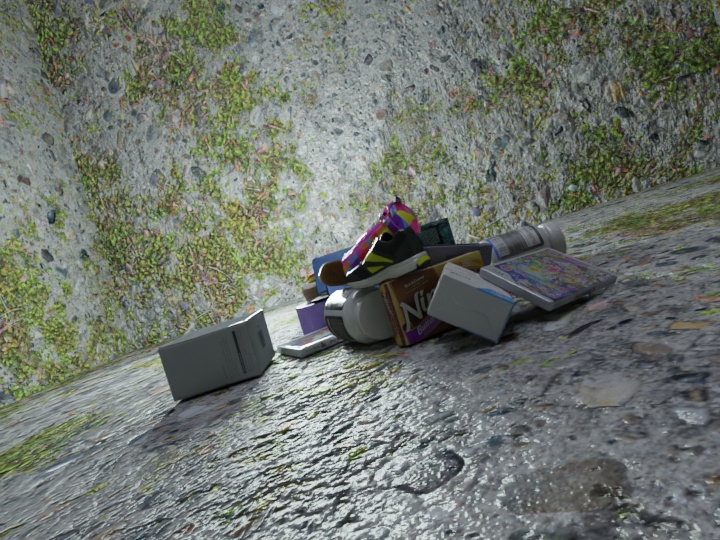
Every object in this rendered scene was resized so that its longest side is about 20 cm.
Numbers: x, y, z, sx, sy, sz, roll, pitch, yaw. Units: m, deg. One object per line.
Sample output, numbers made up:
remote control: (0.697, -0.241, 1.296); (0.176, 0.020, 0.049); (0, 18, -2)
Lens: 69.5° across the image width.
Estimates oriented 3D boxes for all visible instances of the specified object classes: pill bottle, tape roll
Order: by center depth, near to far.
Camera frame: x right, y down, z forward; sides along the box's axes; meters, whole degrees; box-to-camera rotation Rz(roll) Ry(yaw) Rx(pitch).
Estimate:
pill bottle: (0.004, 0.092, 1.081); (0.114, 0.118, 0.199); (-18, 3, -21)
pill bottle: (0.402, -0.047, 1.297); (0.196, 0.116, 0.114); (-17, 3, -6)
tape roll: (-0.082, 0.117, 1.489); (0.196, 0.087, 0.200); (-18, 3, 1)

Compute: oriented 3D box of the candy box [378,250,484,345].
candy box: (0.144, 0.050, 0.963); (0.196, 0.119, 0.056); (-18, -1, -17)

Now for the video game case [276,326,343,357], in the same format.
video game case: (-0.095, 0.164, 1.260); (0.179, 0.023, 0.199); (-19, 3, -25)

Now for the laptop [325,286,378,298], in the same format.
laptop: (-0.006, 0.044, 1.318); (0.174, 0.105, 0.200); (-22, 4, 3)

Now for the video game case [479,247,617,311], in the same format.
video game case: (0.318, 0.009, 0.879); (0.197, 0.018, 0.142); (-14, 31, -35)

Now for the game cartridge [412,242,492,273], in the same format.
game cartridge: (0.179, 0.013, 1.039); (0.196, 0.133, 0.038); (-4, 9, -28)

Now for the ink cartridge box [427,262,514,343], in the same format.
ink cartridge box: (0.178, 0.045, 0.848); (0.113, 0.069, 0.200); (23, 10, 8)

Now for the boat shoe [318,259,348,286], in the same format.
boat shoe: (0.000, 0.000, 1.157); (0.196, 0.073, 0.069); (-3, -5, -16)

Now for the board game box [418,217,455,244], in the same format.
board game box: (0.215, -0.038, 1.482); (0.133, 0.203, 0.028); (-16, 23, 15)

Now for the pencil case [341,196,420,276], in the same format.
pencil case: (0.035, -0.053, 1.033); (0.088, 0.089, 0.200); (-20, -22, -44)

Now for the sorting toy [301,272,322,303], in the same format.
sorting toy: (-0.071, 0.058, 1.638); (0.196, 0.071, 0.200); (-17, -34, 1)

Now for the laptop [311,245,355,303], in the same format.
laptop: (-0.053, 0.001, 1.481); (0.184, 0.118, 0.200); (-18, 3, 5)

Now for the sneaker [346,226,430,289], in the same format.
sneaker: (0.044, -0.023, 0.961); (0.198, 0.086, 0.074); (-20, -2, 43)

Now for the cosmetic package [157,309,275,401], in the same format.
cosmetic package: (-0.315, 0.186, 1.175); (0.196, 0.126, 0.199); (-16, 3, 1)

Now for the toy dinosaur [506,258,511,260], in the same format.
toy dinosaur: (0.359, 0.016, 1.125); (0.197, 0.061, 0.107); (-23, 25, 20)
